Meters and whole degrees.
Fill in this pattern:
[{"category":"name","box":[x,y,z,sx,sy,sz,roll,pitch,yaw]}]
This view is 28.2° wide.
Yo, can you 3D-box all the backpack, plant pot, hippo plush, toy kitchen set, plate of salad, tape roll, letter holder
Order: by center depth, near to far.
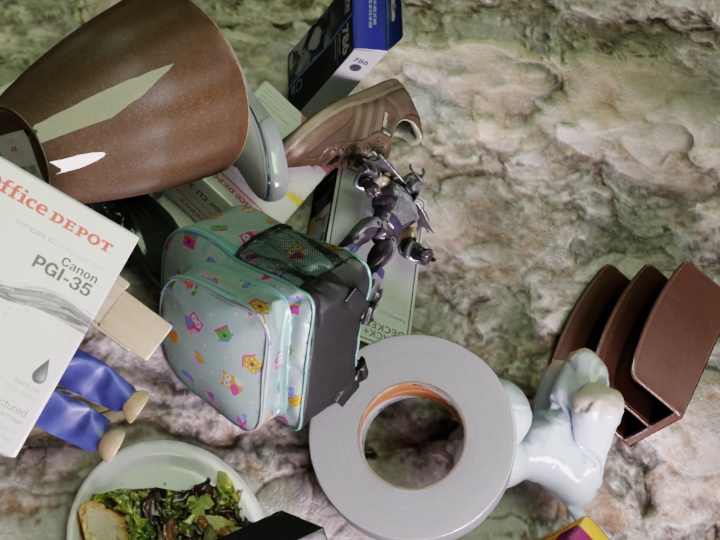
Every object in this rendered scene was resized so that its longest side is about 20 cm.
[{"category":"toy kitchen set","box":[-0.312,0.045,1.286,0.200,0.163,0.181,39,84,-20]},{"category":"plate of salad","box":[-0.166,0.246,1.292,0.200,0.048,0.200,15,58,-25]},{"category":"plant pot","box":[-0.235,-0.137,1.296,0.200,0.187,0.187,-34,86,-42]},{"category":"backpack","box":[-0.104,0.040,1.337,0.153,0.176,0.200,-25,45,-35]},{"category":"tape roll","box":[0.052,0.166,1.394,0.200,0.066,0.201,-1,72,4]},{"category":"hippo plush","box":[0.171,0.176,1.507,0.160,0.159,0.200,3,106,-12]},{"category":"letter holder","box":[0.322,0.074,1.656,0.142,0.101,0.200,40,52,-6]}]

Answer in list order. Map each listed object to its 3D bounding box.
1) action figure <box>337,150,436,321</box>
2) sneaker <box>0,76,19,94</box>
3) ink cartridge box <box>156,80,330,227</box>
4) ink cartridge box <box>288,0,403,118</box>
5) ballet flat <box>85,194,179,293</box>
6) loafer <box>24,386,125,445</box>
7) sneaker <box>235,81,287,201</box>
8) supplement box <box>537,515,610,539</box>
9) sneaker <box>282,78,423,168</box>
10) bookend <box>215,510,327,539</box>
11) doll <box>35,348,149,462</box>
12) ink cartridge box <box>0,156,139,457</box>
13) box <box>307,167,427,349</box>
[{"category":"action figure","box":[0.020,-0.036,1.459,0.130,0.069,0.200,47,55,-19]},{"category":"sneaker","box":[-0.354,-0.125,1.361,0.071,0.073,0.200,33,49,19]},{"category":"ink cartridge box","box":[-0.120,-0.089,1.480,0.116,0.067,0.200,42,51,-7]},{"category":"ink cartridge box","box":[-0.020,-0.241,1.537,0.039,0.200,0.100,14,58,-26]},{"category":"ballet flat","box":[-0.233,-0.049,1.409,0.200,0.057,0.066,50,44,-9]},{"category":"loafer","box":[-0.292,0.119,1.259,0.200,0.076,0.068,-5,75,-34]},{"category":"sneaker","box":[-0.137,-0.147,1.411,0.071,0.073,0.200,-17,63,-26]},{"category":"supplement box","box":[0.171,0.354,1.397,0.103,0.131,0.200,47,50,-1]},{"category":"sneaker","box":[-0.005,-0.139,1.494,0.200,0.070,0.076,-32,87,-40]},{"category":"bookend","box":[-0.106,0.342,1.235,0.198,0.092,0.200,-22,100,-25]},{"category":"doll","box":[-0.276,0.076,1.189,0.200,0.048,0.137,31,96,-15]},{"category":"ink cartridge box","box":[-0.287,0.025,1.119,0.146,0.083,0.200,31,75,-13]},{"category":"box","box":[0.000,0.000,1.515,0.116,0.060,0.200,23,56,-20]}]
